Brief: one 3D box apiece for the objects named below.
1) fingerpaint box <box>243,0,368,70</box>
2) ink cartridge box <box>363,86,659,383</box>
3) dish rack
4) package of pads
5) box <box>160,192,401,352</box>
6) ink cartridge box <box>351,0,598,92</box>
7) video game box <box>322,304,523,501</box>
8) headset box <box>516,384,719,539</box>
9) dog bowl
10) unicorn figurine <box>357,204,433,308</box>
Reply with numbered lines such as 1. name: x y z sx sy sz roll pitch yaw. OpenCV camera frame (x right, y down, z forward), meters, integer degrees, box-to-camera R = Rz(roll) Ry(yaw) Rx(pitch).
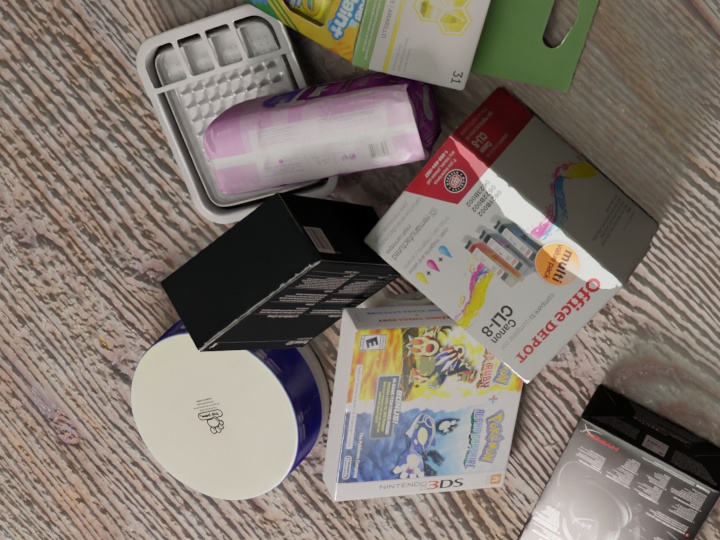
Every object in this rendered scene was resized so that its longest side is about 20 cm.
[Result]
1. fingerpaint box: -0.016 -0.308 1.390 0.167 0.073 0.200 31 122 8
2. ink cartridge box: 0.139 -0.032 1.403 0.200 0.145 0.145 41 122 2
3. dish rack: -0.113 -0.154 1.522 0.172 0.044 0.200 -13 106 28
4. package of pads: -0.033 -0.127 1.411 0.200 0.121 0.076 -9 108 14
5. box: -0.063 0.004 1.400 0.141 0.200 0.079 -39 74 18
6. ink cartridge box: 0.105 -0.226 1.343 0.200 0.048 0.146 13 122 -5
7. video game box: 0.064 0.127 1.507 0.182 0.047 0.200 -4 120 -19
8. headset box: 0.249 0.235 1.515 0.149 0.077 0.200 28 122 11
9. dog bowl: -0.139 0.138 1.645 0.200 0.079 0.200 10 116 21
10. unicorn figurine: 0.000 0.000 1.517 0.137 0.074 0.200 -39 72 11
